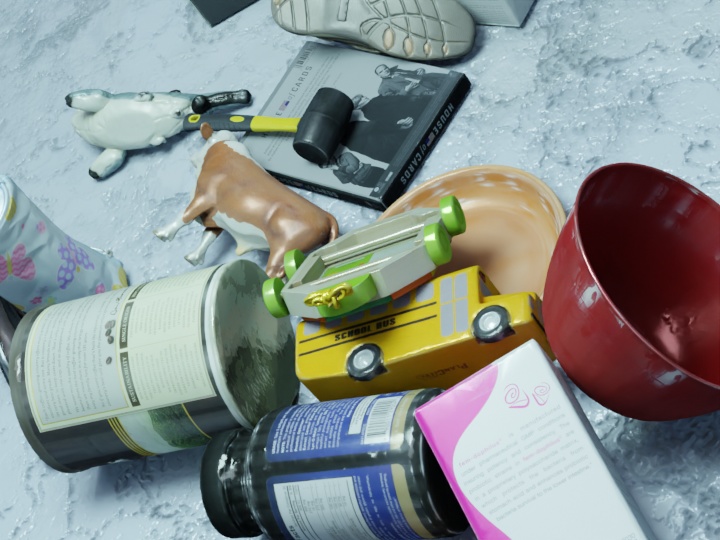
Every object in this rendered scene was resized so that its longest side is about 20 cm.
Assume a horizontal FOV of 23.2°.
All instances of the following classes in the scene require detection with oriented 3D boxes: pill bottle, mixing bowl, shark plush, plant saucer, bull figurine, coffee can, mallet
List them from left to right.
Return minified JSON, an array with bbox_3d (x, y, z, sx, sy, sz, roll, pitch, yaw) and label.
[{"bbox_3d":[-0.208,-0.169,1.755,0.199,0.091,0.083,-20,17,24],"label":"shark plush"},{"bbox_3d":[-0.172,0.081,1.472,0.199,0.146,0.147,-13,50,24],"label":"coffee can"},{"bbox_3d":[-0.109,-0.050,1.584,0.200,0.065,0.122,33,82,36],"label":"bull figurine"},{"bbox_3d":[-0.088,-0.146,1.647,0.199,0.041,0.066,14,67,43],"label":"mallet"},{"bbox_3d":[-0.018,0.155,1.341,0.199,0.112,0.112,-9,52,27],"label":"pill bottle"},{"bbox_3d":[0.084,0.002,1.452,0.199,0.037,0.201,-17,48,20],"label":"plant saucer"},{"bbox_3d":[0.205,0.033,1.265,0.108,0.199,0.201,-48,34,39],"label":"mixing bowl"}]

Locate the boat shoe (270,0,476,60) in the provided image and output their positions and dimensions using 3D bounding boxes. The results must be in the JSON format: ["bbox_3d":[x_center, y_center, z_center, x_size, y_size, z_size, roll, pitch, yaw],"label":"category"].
[{"bbox_3d":[0.017,-0.241,1.651,0.199,0.073,0.075,15,96,14],"label":"boat shoe"}]

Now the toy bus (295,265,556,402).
[{"bbox_3d":[0.050,0.055,1.359,0.199,0.065,0.079,-18,48,21],"label":"toy bus"}]

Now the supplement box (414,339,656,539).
[{"bbox_3d":[0.133,0.165,1.204,0.101,0.103,0.201,-31,67,8],"label":"supplement box"}]

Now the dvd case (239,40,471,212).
[{"bbox_3d":[-0.013,-0.138,1.632,0.199,0.025,0.151,17,67,41],"label":"dvd case"}]

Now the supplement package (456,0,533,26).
[{"bbox_3d":[0.110,-0.345,1.656,0.155,0.111,0.201,11,63,38],"label":"supplement package"}]

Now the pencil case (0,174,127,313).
[{"bbox_3d":[-0.295,-0.010,1.590,0.091,0.200,0.083,-43,51,5],"label":"pencil case"}]

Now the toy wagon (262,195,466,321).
[{"bbox_3d":[0.000,0.000,1.385,0.154,0.040,0.200,-19,15,19],"label":"toy wagon"}]

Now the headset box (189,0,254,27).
[{"bbox_3d":[-0.123,-0.375,1.841,0.173,0.093,0.201,-28,46,11],"label":"headset box"}]

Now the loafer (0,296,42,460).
[{"bbox_3d":[-0.298,0.089,1.614,0.063,0.072,0.200,-22,50,-11],"label":"loafer"}]
